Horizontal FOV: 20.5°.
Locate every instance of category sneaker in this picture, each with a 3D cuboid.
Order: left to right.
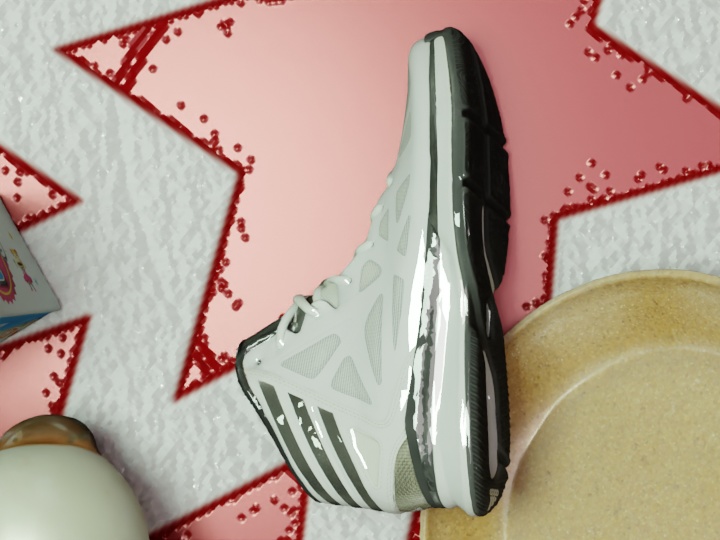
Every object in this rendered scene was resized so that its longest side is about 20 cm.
[{"bbox_3d":[0.000,0.000,0.823,0.114,0.076,0.203,-3,78,18],"label":"sneaker"}]

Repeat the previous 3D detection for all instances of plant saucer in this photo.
[{"bbox_3d":[0.117,0.101,0.798,0.199,0.035,0.202,-11,69,32],"label":"plant saucer"}]

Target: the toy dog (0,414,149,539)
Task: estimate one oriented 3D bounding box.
[{"bbox_3d":[-0.182,0.123,0.799,0.140,0.198,0.195,52,137,37],"label":"toy dog"}]

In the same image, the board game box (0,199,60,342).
[{"bbox_3d":[-0.237,0.040,0.810,0.199,0.148,0.065,-31,87,6],"label":"board game box"}]
